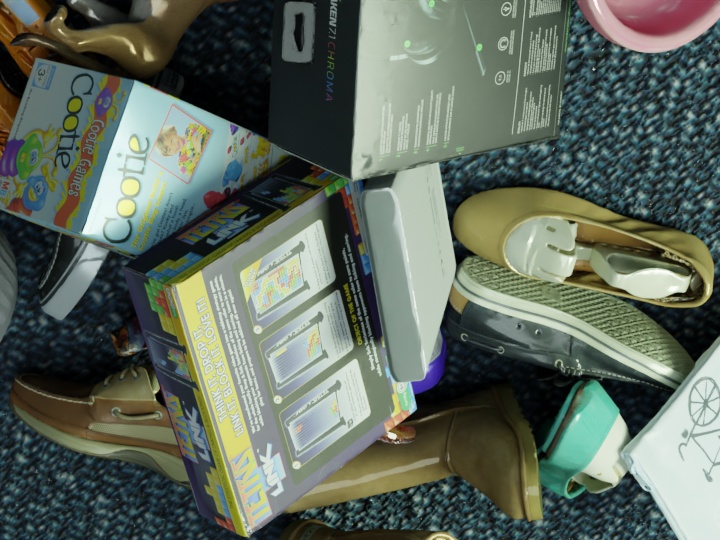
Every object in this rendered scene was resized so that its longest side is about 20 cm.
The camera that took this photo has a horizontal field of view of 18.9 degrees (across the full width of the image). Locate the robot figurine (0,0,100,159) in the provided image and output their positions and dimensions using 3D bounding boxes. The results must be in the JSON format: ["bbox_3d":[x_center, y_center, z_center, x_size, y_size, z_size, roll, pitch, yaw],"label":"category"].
[{"bbox_3d":[-0.268,-0.171,1.443,0.145,0.058,0.200,-31,112,28],"label":"robot figurine"}]

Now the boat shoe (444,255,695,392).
[{"bbox_3d":[0.154,0.051,1.608,0.199,0.075,0.062,19,118,-7],"label":"boat shoe"}]

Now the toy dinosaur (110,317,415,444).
[{"bbox_3d":[-0.089,0.071,1.566,0.181,0.105,0.200,-2,126,43],"label":"toy dinosaur"}]

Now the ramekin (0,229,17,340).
[{"bbox_3d":[-0.326,0.020,1.488,0.202,0.203,0.094,-31,129,13],"label":"ramekin"}]

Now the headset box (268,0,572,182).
[{"bbox_3d":[0.036,-0.163,1.398,0.200,0.093,0.175,-15,118,-37],"label":"headset box"}]

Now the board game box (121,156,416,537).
[{"bbox_3d":[-0.055,0.047,1.416,0.165,0.057,0.201,-33,125,-30],"label":"board game box"}]

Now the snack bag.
[{"bbox_3d":[0.291,0.133,1.627,0.200,0.021,0.189,-47,123,-21],"label":"snack bag"}]

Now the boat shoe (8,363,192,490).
[{"bbox_3d":[-0.160,0.105,1.602,0.199,0.076,0.074,17,101,9],"label":"boat shoe"}]

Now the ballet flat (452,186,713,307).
[{"bbox_3d":[0.167,-0.015,1.575,0.199,0.063,0.069,9,118,-9],"label":"ballet flat"}]

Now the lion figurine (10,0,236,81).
[{"bbox_3d":[-0.125,-0.184,1.431,0.200,0.072,0.123,-44,123,-1],"label":"lion figurine"}]

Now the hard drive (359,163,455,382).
[{"bbox_3d":[0.035,-0.023,1.469,0.027,0.200,0.132,-7,108,10],"label":"hard drive"}]

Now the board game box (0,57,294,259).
[{"bbox_3d":[-0.127,-0.055,1.424,0.200,0.103,0.105,22,86,-48],"label":"board game box"}]

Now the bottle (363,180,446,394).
[{"bbox_3d":[0.000,0.000,1.568,0.083,0.065,0.201,-11,120,15],"label":"bottle"}]

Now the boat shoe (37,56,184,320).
[{"bbox_3d":[-0.194,-0.061,1.517,0.068,0.074,0.200,23,113,-13],"label":"boat shoe"}]

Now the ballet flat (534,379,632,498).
[{"bbox_3d":[0.168,0.129,1.595,0.070,0.200,0.067,31,77,5],"label":"ballet flat"}]

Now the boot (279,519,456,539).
[{"bbox_3d":[0.040,0.258,1.641,0.175,0.200,0.066,45,65,-25],"label":"boot"}]

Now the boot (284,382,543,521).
[{"bbox_3d":[0.028,0.150,1.598,0.199,0.175,0.066,-10,108,-2],"label":"boot"}]

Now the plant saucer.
[{"bbox_3d":[0.194,-0.245,1.407,0.200,0.051,0.201,-22,123,-38],"label":"plant saucer"}]
